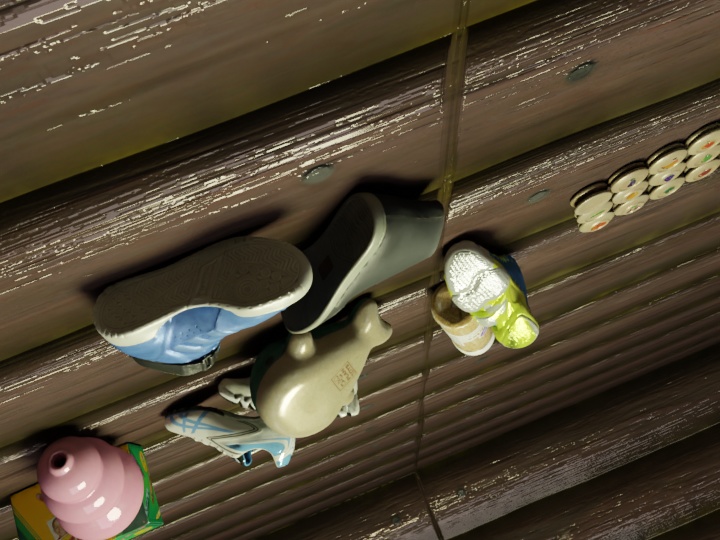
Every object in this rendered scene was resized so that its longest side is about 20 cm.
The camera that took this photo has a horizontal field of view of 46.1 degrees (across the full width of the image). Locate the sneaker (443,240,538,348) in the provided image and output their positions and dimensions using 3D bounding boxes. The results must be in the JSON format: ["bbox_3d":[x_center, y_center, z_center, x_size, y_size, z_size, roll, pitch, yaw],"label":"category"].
[{"bbox_3d":[0.159,0.010,1.066,0.074,0.107,0.201,-22,132,20],"label":"sneaker"}]

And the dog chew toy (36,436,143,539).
[{"bbox_3d":[-0.358,0.275,1.099,0.122,0.126,0.201,-20,152,-7],"label":"dog chew toy"}]

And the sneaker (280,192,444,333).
[{"bbox_3d":[0.000,0.000,0.841,0.104,0.076,0.200,-3,151,-39],"label":"sneaker"}]

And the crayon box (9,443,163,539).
[{"bbox_3d":[-0.397,0.348,1.229,0.196,0.121,0.058,-24,161,3],"label":"crayon box"}]

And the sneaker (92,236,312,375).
[{"bbox_3d":[-0.134,0.037,0.783,0.195,0.078,0.112,-18,154,-2],"label":"sneaker"}]

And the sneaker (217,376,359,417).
[{"bbox_3d":[-0.096,0.153,1.146,0.195,0.083,0.075,6,174,-18],"label":"sneaker"}]

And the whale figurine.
[{"bbox_3d":[-0.054,0.111,1.064,0.200,0.104,0.160,-44,135,-7],"label":"whale figurine"}]

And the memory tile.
[{"bbox_3d":[0.357,-0.109,1.047,0.197,0.017,0.153,-27,160,11],"label":"memory tile"}]

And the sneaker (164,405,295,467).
[{"bbox_3d":[-0.180,0.221,1.132,0.195,0.074,0.072,4,171,21],"label":"sneaker"}]

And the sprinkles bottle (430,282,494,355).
[{"bbox_3d":[0.147,0.070,1.194,0.067,0.070,0.200,-25,160,8],"label":"sprinkles bottle"}]
